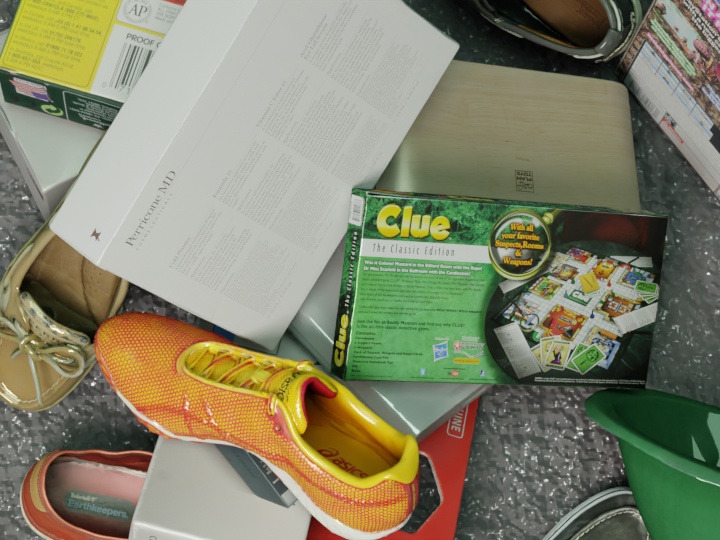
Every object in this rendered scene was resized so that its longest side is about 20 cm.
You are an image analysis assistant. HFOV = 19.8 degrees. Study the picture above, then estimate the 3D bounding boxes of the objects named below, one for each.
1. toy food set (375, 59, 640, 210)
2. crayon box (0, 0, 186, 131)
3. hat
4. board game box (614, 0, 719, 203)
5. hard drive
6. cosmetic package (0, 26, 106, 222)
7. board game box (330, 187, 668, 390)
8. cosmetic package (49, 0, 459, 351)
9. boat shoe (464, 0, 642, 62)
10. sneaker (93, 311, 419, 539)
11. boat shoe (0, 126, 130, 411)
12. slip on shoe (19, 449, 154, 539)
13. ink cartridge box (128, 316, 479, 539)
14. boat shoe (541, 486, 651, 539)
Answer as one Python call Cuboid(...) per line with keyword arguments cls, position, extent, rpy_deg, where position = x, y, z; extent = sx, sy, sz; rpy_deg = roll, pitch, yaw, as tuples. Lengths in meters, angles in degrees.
Cuboid(cls="toy food set", position=(0.083, -0.043, 1.229), extent=(0.198, 0.060, 0.145), rpy_deg=(4, 74, -26))
Cuboid(cls="crayon box", position=(-0.116, -0.175, 1.188), extent=(0.126, 0.051, 0.202), rpy_deg=(17, 70, 3))
Cuboid(cls="hat", position=(0.197, 0.184, 1.179), extent=(0.199, 0.165, 0.178), rpy_deg=(25, 105, 38))
Cuboid(cls="board game box", position=(0.252, -0.118, 1.213), extent=(0.097, 0.200, 0.160), rpy_deg=(-35, 80, -14))
Cuboid(cls="hard drive", position=(0.000, 0.000, 1.210), extent=(0.200, 0.026, 0.132), rpy_deg=(46, 45, 12))
Cuboid(cls="cosmetic package", position=(-0.122, -0.117, 1.238), extent=(0.199, 0.090, 0.107), rpy_deg=(-25, 76, -9))
Cuboid(cls="board game box", position=(0.081, 0.012, 1.162), extent=(0.198, 0.023, 0.106), rpy_deg=(4, 100, -27))
Cuboid(cls="cosmetic package", position=(-0.052, -0.073, 1.092), extent=(0.052, 0.151, 0.201), rpy_deg=(33, 92, 38))
Cuboid(cls="boat shoe", position=(0.081, -0.194, 1.275), extent=(0.199, 0.068, 0.072), rpy_deg=(33, 116, 9))
Cuboid(cls="sneaker", position=(-0.052, 0.066, 1.101), extent=(0.199, 0.078, 0.073), rpy_deg=(25, 48, 13))
Cuboid(cls="boat shoe", position=(-0.163, 0.005, 1.156), extent=(0.073, 0.063, 0.201), rpy_deg=(27, 118, -3))
Cuboid(cls="slip on shoe", position=(-0.096, 0.140, 1.178), extent=(0.198, 0.061, 0.075), rpy_deg=(12, 71, -3))
Cuboid(cls="ink cartridge box", position=(-0.023, 0.099, 1.163), extent=(0.175, 0.045, 0.201), rpy_deg=(15, 46, -1))
Cuboid(cls="boat shoe", position=(0.112, 0.202, 1.173), extent=(0.072, 0.071, 0.200), rpy_deg=(37, 70, 7))
